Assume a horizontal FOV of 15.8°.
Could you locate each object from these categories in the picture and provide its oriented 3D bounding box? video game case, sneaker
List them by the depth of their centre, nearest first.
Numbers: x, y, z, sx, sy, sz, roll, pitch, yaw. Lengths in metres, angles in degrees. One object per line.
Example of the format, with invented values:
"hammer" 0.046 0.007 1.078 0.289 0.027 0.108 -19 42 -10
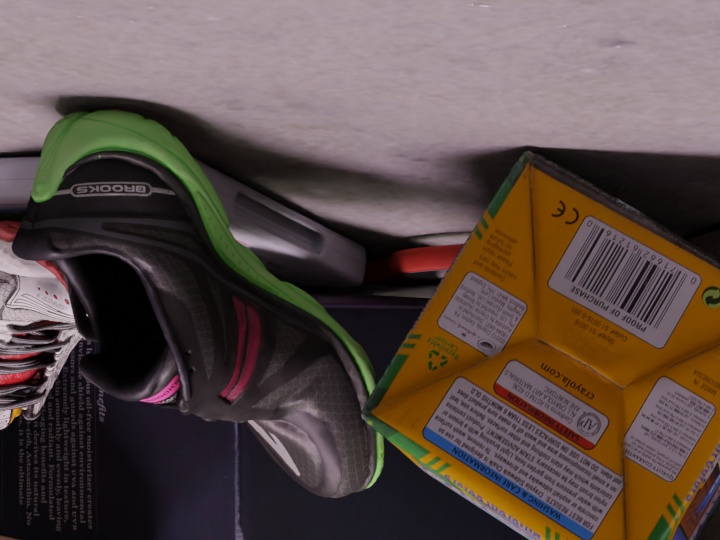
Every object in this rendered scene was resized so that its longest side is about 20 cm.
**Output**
"sneaker" -0.066 0.027 0.998 0.077 0.084 0.200 -4 137 48
"sneaker" -0.143 0.028 1.096 0.078 0.082 0.200 9 167 -24
"video game case" -0.124 -0.017 1.130 0.199 0.022 0.182 -1 168 24

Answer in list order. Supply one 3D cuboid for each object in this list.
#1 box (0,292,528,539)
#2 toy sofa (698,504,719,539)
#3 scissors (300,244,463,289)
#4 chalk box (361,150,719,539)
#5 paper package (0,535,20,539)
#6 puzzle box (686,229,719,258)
"box" -0.046 0.072 1.214 0.200 0.124 0.198 1 179 -44
"toy sofa" 0.152 0.139 1.151 0.083 0.098 0.200 33 148 -16
"scissors" 0.000 0.000 1.204 0.200 0.014 0.073 -1 174 35
"chalk box" 0.095 0.054 1.049 0.125 0.124 0.200 31 175 15
"paper package" -0.169 0.182 1.196 0.190 0.104 0.200 11 167 15
"puzzle box" 0.217 0.016 1.166 0.199 0.026 0.133 8 168 -21
